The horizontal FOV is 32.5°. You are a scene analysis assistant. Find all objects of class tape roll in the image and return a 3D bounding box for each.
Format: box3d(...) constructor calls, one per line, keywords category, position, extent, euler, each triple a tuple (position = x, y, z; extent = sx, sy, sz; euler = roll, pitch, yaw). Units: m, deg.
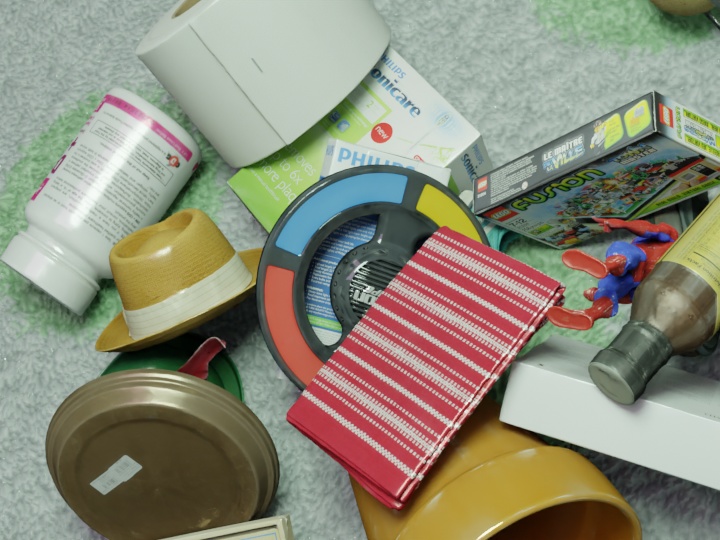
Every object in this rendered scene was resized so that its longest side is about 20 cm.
box3d(category="tape roll", position=(-0.089, -0.214, 1.140), extent=(0.202, 0.140, 0.203), euler=(-35, 20, 15))

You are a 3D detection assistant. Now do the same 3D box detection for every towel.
box3d(category="towel", position=(0.045, 0.066, 0.909), extent=(0.201, 0.023, 0.144), euler=(-50, 43, -10))

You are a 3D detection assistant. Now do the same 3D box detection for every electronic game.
box3d(category="electronic game", position=(0.014, 0.017, 0.987), extent=(0.197, 0.042, 0.203), euler=(-1, 95, -10))

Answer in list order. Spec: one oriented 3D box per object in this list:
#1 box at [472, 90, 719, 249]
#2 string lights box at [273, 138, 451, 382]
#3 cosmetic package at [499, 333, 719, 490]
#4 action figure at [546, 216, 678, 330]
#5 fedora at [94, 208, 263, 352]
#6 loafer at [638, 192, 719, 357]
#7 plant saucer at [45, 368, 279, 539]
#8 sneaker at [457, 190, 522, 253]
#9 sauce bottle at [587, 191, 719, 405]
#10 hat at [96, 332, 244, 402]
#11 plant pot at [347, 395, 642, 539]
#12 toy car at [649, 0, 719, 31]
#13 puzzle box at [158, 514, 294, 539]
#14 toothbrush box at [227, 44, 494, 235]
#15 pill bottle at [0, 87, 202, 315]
box3d(category="box", position=(0.195, -0.075, 0.994), extent=(0.199, 0.109, 0.035), euler=(-25, 55, 49))
box3d(category="string lights box", position=(0.000, 0.000, 1.035), extent=(0.101, 0.059, 0.203), euler=(14, 93, -10))
box3d(category="cosmetic package", position=(0.218, 0.106, 0.924), extent=(0.198, 0.151, 0.052), euler=(16, 98, 19))
box3d(category="action figure", position=(0.193, -0.003, 0.908), extent=(0.051, 0.199, 0.066), euler=(18, 107, 30))
box3d(category="fedora", position=(-0.166, -0.001, 1.098), extent=(0.198, 0.201, 0.083), euler=(-22, 104, 9))
box3d(category="loafer", position=(0.259, -0.015, 1.033), extent=(0.062, 0.072, 0.202), euler=(-17, 54, 33))
box3d(category="plant saucer", position=(-0.166, 0.167, 1.022), extent=(0.197, 0.202, 0.030), euler=(-13, 33, 13))
box3d(category="sneaker", position=(0.093, 0.025, 1.063), extent=(0.079, 0.078, 0.202), euler=(16, 74, 12))
box3d(category="sauce bottle", position=(0.235, 0.012, 0.872), extent=(0.064, 0.065, 0.200), euler=(36, 69, 28))
box3d(category="hat", position=(-0.200, 0.098, 1.069), extent=(0.199, 0.176, 0.166), euler=(-38, 61, -1))
box3d(category="plant pot", position=(0.081, 0.183, 0.939), extent=(0.199, 0.201, 0.184), euler=(-37, 44, 0))
box3d(category="toy car", position=(0.299, -0.288, 1.087), extent=(0.156, 0.164, 0.202), euler=(-26, 70, 7))
box3d(category="puzzle box", position=(-0.139, 0.287, 1.025), extent=(0.197, 0.025, 0.135), euler=(-14, 84, 13))
box3d(category="toothbrush box", position=(0.002, -0.084, 1.134), extent=(0.199, 0.086, 0.146), euler=(-40, 61, -3))
box3d(category="pill bottle", position=(-0.252, -0.065, 1.198), extent=(0.113, 0.113, 0.201), euler=(28, 78, 27))
